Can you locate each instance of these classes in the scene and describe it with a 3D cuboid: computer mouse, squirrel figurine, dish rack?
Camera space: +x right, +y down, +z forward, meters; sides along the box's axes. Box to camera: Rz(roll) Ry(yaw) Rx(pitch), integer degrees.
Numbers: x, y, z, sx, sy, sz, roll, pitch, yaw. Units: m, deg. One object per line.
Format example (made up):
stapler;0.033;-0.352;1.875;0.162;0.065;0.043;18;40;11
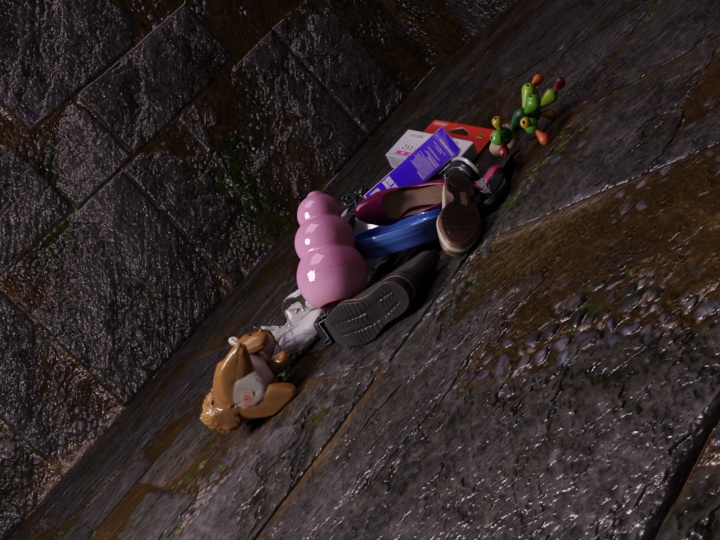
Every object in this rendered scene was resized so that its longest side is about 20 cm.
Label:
computer mouse;-0.049;-0.083;1.782;0.203;0.045;0.140;-68;13;-7
squirrel figurine;-0.218;0.195;1.569;0.201;0.140;0.187;-52;20;14
dish rack;0.002;0.044;1.582;0.199;0.055;0.154;-32;18;43

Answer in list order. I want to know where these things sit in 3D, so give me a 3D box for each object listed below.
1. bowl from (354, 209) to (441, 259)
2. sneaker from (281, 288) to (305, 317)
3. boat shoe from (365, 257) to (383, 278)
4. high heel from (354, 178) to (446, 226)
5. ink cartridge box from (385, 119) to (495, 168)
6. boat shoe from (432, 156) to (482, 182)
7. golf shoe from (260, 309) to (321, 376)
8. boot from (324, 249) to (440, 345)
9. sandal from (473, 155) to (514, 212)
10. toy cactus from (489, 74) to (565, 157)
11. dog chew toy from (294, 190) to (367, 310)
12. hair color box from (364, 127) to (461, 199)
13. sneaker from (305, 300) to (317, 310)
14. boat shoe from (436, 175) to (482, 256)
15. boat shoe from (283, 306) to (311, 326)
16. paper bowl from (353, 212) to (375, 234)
bowl;0.071;-0.065;1.553;0.197;0.040;0.201;-17;8;2
sneaker;-0.097;0.041;1.929;0.199;0.077;0.089;-33;7;40
boat shoe;0.000;0.000;1.721;0.200;0.071;0.068;-47;9;33
high heel;0.088;-0.129;1.536;0.196;0.069;0.096;-16;-5;-10
ink cartridge box;0.181;-0.283;1.908;0.198;0.044;0.174;19;60;43
boat shoe;0.176;-0.161;1.653;0.060;0.076;0.200;-45;-1;-13
golf shoe;-0.150;0.133;1.702;0.200;0.097;0.078;-47;10;-19
boot;0.042;0.045;1.420;0.198;0.078;0.138;-27;11;41
sandal;0.226;-0.159;1.505;0.075;0.045;0.201;-37;13;31
toy cactus;0.293;-0.261;1.559;0.201;0.102;0.165;-51;-1;-32
dog chew toy;-0.059;-0.039;1.475;0.122;0.204;0.125;-12;-15;-3
hair color box;0.100;-0.185;1.669;0.200;0.065;0.109;-43;-1;3
sneaker;-0.062;-0.007;1.621;0.089;0.075;0.201;-33;22;27
boat shoe;0.162;-0.075;1.423;0.204;0.073;0.076;-74;-7;-53
boat shoe;-0.129;0.106;1.791;0.200;0.069;0.071;-47;9;-14
paper bowl;0.053;-0.110;1.825;0.201;0.104;0.201;-44;10;10
